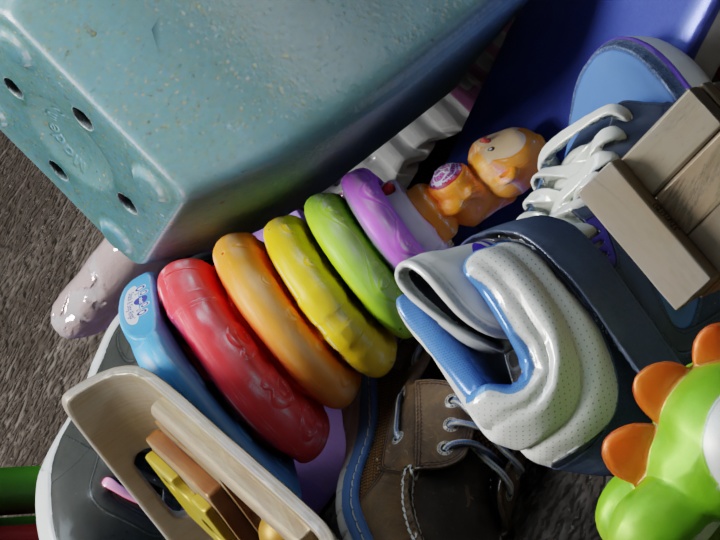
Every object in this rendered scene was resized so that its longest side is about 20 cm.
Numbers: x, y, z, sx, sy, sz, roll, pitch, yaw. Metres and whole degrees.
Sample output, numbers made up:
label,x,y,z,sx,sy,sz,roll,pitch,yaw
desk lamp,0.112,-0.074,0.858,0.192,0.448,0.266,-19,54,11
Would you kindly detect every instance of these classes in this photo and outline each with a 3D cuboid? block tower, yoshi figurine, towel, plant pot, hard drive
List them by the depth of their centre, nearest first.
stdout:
label,x,y,z,sx,sy,sz,roll,pitch,yaw
yoshi figurine,0.177,0.049,0.861,0.200,0.112,0.112,-41,70,7
block tower,0.149,-0.037,0.900,0.058,0.054,0.200,-47,-13,26
hard drive,0.100,-0.078,1.111,0.200,0.025,0.132,-65,32,27
plant pot,-0.065,-0.118,1.124,0.200,0.196,0.196,-44,0,-21
towel,-0.072,-0.061,1.351,0.200,0.032,0.191,-51,-5,27

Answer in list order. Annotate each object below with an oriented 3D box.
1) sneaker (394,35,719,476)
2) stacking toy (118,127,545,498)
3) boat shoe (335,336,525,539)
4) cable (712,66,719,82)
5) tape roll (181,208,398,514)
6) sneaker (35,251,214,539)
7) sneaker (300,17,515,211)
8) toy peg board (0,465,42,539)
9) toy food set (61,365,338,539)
label,x,y,z,sx,sy,sz,roll,pitch,yaw
sneaker,0.077,-0.017,0.968,0.081,0.146,0.201,-37,52,46
stacking toy,0.000,0.000,1.103,0.200,0.110,0.116,-37,19,7
boat shoe,0.034,0.083,1.085,0.072,0.072,0.200,-48,26,20
cable,0.128,-0.082,1.140,0.200,0.050,0.097,-25,54,56
tape roll,-0.065,0.064,1.307,0.200,0.066,0.200,-44,27,30
sneaker,-0.095,0.069,1.191,0.099,0.071,0.200,-43,25,41
sneaker,0.037,-0.105,1.304,0.200,0.080,0.089,-36,16,35
toy peg board,-0.192,0.207,1.307,0.199,0.098,0.200,-114,29,-45
toy food set,-0.042,0.133,1.027,0.060,0.144,0.200,-42,41,-11
